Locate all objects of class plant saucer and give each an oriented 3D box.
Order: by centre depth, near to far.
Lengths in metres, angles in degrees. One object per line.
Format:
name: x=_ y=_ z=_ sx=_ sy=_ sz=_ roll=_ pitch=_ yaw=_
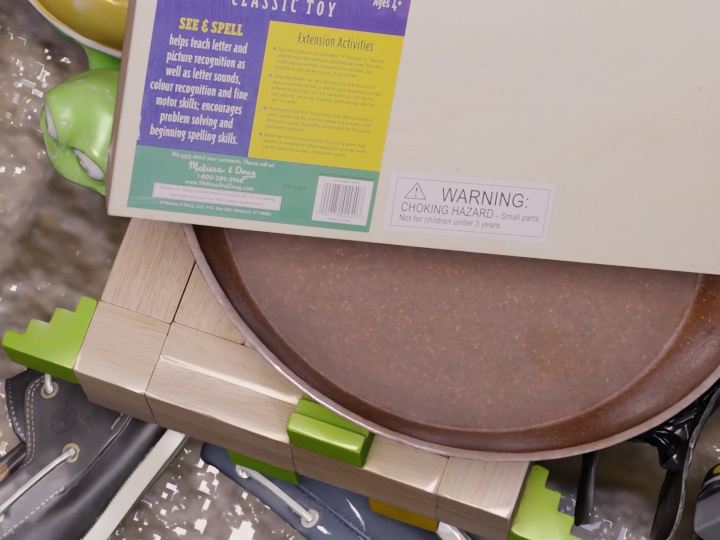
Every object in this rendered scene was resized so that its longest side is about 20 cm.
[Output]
plant saucer: x=0.036 y=-0.028 z=0.916 sx=0.200 sy=0.034 sz=0.200 roll=4 pitch=67 yaw=-10

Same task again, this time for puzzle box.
puzzle box: x=0.029 y=-0.072 z=0.853 sx=0.200 sy=0.025 sz=0.133 roll=6 pitch=113 yaw=-11

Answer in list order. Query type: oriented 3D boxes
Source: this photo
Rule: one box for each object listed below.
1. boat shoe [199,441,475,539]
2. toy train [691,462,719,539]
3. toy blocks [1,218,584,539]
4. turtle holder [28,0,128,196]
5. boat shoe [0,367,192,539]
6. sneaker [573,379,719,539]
boat shoe: x=0.024 y=0.120 z=1.023 sx=0.062 sy=0.075 sz=0.200 roll=-41 pitch=87 yaw=-3
toy train: x=0.186 y=0.128 z=1.005 sx=0.034 sy=0.046 sz=0.200 roll=-29 pitch=124 yaw=37
toy blocks: x=0.000 y=0.000 z=0.957 sx=0.200 sy=0.100 sz=0.137 roll=18 pitch=76 yaw=6
turtle holder: x=-0.078 y=-0.134 z=1.004 sx=0.141 sy=0.132 sz=0.186 roll=42 pitch=88 yaw=1
boat shoe: x=-0.095 y=0.052 z=1.027 sx=0.068 sy=0.072 sz=0.200 roll=40 pitch=90 yaw=-3
sneaker: x=0.122 y=0.000 z=1.012 sx=0.060 sy=0.104 sz=0.200 roll=21 pitch=88 yaw=1
